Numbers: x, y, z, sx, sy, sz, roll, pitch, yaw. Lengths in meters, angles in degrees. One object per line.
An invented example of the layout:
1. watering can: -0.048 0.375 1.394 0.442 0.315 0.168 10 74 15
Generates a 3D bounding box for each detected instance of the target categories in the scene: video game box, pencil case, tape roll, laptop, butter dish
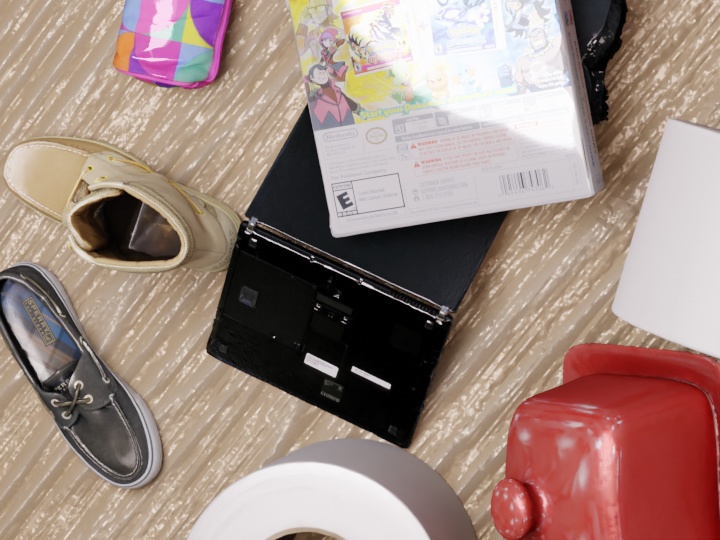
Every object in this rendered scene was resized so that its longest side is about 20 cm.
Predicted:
1. video game box: 0.059 -0.129 1.525 0.199 0.047 0.183 -8 99 20
2. pencil case: -0.127 -0.234 1.611 0.088 0.088 0.201 16 98 12
3. tape roll: -0.021 0.230 1.580 0.202 0.139 0.204 0 92 13
4. laptop: 0.000 0.000 1.630 0.177 0.103 0.201 25 124 11
5. butter dish: 0.158 0.157 1.491 0.147 0.199 0.201 -5 94 -29
6. tape roll: 0.285 -0.010 1.457 0.202 0.203 0.140 18 97 12

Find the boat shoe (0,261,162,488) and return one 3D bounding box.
1. boat shoe: -0.226 0.084 1.662 0.069 0.057 0.200 -35 85 12

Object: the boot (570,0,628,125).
1. boot: 0.111 -0.207 1.558 0.167 0.076 0.201 7 98 15

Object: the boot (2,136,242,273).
1. boot: -0.196 -0.049 1.597 0.199 0.155 0.073 24 98 11
